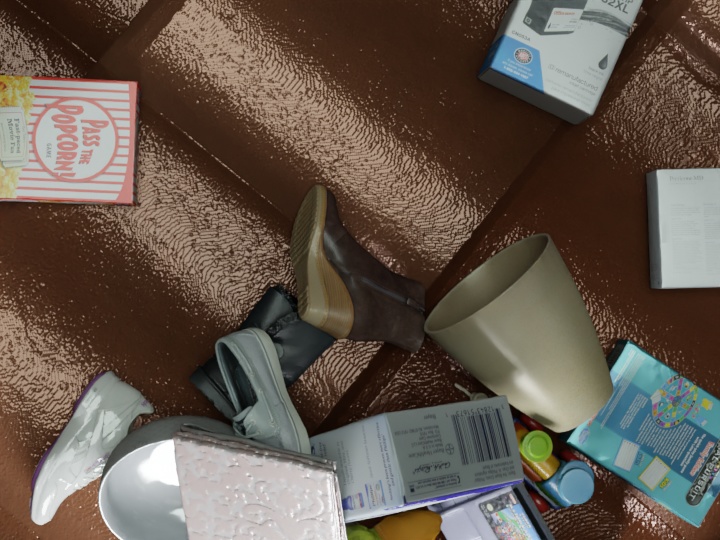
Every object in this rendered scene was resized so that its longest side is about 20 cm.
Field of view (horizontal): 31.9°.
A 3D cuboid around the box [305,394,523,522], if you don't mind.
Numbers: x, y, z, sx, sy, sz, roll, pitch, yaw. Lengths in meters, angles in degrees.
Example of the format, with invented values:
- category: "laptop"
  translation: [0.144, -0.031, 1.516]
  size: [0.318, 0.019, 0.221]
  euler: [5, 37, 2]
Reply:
- category: "box"
  translation: [0.050, 0.221, 1.446]
  size: [0.184, 0.200, 0.105]
  euler: [-3, 76, -37]

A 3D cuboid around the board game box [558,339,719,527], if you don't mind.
- category: "board game box"
  translation: [0.375, 0.204, 1.588]
  size: [0.200, 0.047, 0.151]
  euler: [33, 86, -3]

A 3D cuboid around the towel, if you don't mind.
- category: "towel"
  translation: [-0.110, 0.265, 1.409]
  size: [0.200, 0.032, 0.191]
  euler: [10, 127, 20]

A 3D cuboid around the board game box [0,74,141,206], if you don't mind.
- category: "board game box"
  translation: [-0.372, -0.158, 1.538]
  size: [0.200, 0.046, 0.152]
  euler: [1, 88, -5]

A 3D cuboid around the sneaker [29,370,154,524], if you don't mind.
- category: "sneaker"
  translation: [-0.324, 0.225, 1.514]
  size: [0.100, 0.075, 0.200]
  euler: [31, 86, -2]

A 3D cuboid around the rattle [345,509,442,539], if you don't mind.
- category: "rattle"
  translation: [0.011, 0.394, 1.547]
  size: [0.143, 0.130, 0.200]
  euler: [-9, 105, -48]

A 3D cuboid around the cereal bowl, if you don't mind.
- category: "cereal bowl"
  translation: [-0.208, 0.246, 1.498]
  size: [0.200, 0.083, 0.200]
  euler: [-3, 125, -4]

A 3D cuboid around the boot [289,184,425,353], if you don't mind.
- category: "boot"
  translation: [0.000, 0.000, 1.557]
  size: [0.166, 0.072, 0.200]
  euler: [15, 57, -27]

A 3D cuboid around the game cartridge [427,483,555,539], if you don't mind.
- category: "game cartridge"
  translation: [0.173, 0.333, 1.539]
  size: [0.130, 0.038, 0.200]
  euler: [-30, 91, 38]

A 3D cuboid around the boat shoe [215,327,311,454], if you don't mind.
- category: "boat shoe"
  translation: [-0.119, 0.165, 1.451]
  size: [0.071, 0.070, 0.201]
  euler: [-9, 73, -40]

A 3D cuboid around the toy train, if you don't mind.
- category: "toy train"
  translation: [0.196, 0.209, 1.535]
  size: [0.200, 0.116, 0.085]
  euler: [44, 79, -2]

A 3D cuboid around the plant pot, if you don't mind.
- category: "plant pot"
  translation: [0.211, 0.090, 1.521]
  size: [0.187, 0.187, 0.200]
  euler: [-40, 99, -5]

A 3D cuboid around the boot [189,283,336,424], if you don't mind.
- category: "boot"
  translation: [-0.086, 0.136, 1.536]
  size: [0.200, 0.076, 0.168]
  euler: [45, 89, 4]

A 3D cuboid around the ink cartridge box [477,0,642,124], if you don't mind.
- category: "ink cartridge box"
  translation: [0.257, -0.306, 1.576]
  size: [0.145, 0.084, 0.200]
  euler: [24, 86, -3]

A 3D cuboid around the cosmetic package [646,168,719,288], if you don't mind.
- category: "cosmetic package"
  translation: [0.469, -0.054, 1.602]
  size: [0.200, 0.052, 0.151]
  euler: [-1, 90, -5]
